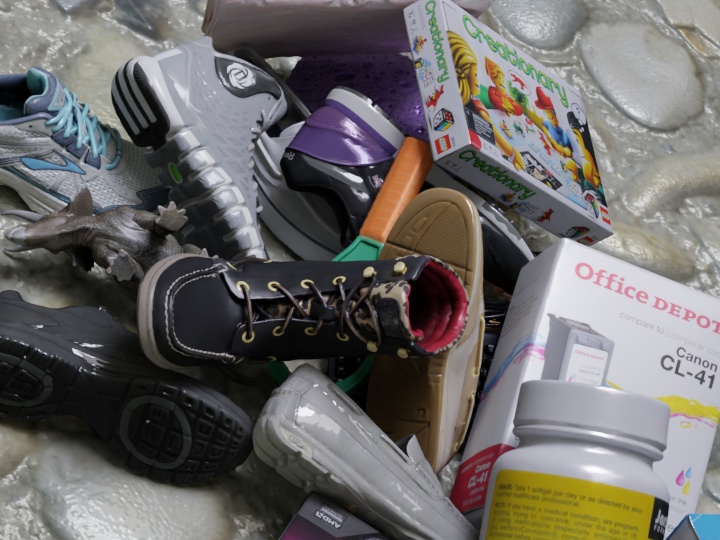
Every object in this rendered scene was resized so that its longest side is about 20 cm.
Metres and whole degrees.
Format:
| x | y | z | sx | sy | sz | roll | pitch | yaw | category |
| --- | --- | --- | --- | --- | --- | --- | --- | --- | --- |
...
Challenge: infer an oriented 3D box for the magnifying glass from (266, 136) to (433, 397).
| x | y | z | sx | sy | sz | roll | pitch | yaw | category |
| --- | --- | --- | --- | --- | --- | --- | --- | --- | --- |
| 0.000 | 0.000 | 1.671 | 0.080 | 0.022 | 0.200 | 22 | 76 | 16 | magnifying glass |

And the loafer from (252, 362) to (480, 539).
| x | y | z | sx | sy | sz | roll | pitch | yaw | category |
| --- | --- | --- | --- | --- | --- | --- | --- | --- | --- |
| 0.023 | 0.136 | 1.561 | 0.200 | 0.070 | 0.070 | 41 | 61 | -18 | loafer |

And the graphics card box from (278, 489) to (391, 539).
| x | y | z | sx | sy | sz | roll | pitch | yaw | category |
| --- | --- | --- | --- | --- | --- | --- | --- | --- | --- |
| -0.022 | 0.233 | 1.471 | 0.125 | 0.051 | 0.200 | 33 | 37 | 3 | graphics card box |

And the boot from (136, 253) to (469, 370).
| x | y | z | sx | sy | sz | roll | pitch | yaw | category |
| --- | --- | --- | --- | --- | --- | --- | --- | --- | --- |
| -0.034 | 0.025 | 1.527 | 0.200 | 0.150 | 0.073 | 8 | 81 | -63 | boot |

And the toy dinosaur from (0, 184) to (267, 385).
| x | y | z | sx | sy | sz | roll | pitch | yaw | category |
| --- | --- | --- | --- | --- | --- | --- | --- | --- | --- |
| -0.133 | 0.000 | 1.624 | 0.200 | 0.077 | 0.102 | 33 | -7 | -21 | toy dinosaur |

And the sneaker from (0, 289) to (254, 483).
| x | y | z | sx | sy | sz | roll | pitch | yaw | category |
| --- | --- | --- | --- | --- | --- | --- | --- | --- | --- |
| -0.156 | 0.064 | 1.551 | 0.200 | 0.076 | 0.091 | 25 | 31 | -12 | sneaker |

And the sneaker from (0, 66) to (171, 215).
| x | y | z | sx | sy | sz | roll | pitch | yaw | category |
| --- | --- | --- | --- | --- | --- | --- | --- | --- | --- |
| -0.211 | -0.088 | 1.664 | 0.200 | 0.086 | 0.078 | 14 | 41 | -22 | sneaker |

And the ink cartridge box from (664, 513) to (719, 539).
| x | y | z | sx | sy | sz | roll | pitch | yaw | category |
| --- | --- | --- | --- | --- | --- | --- | --- | --- | --- |
| 0.277 | 0.254 | 1.571 | 0.200 | 0.147 | 0.145 | 3 | 47 | -31 | ink cartridge box |

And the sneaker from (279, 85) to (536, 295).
| x | y | z | sx | sy | sz | roll | pitch | yaw | category |
| --- | --- | --- | --- | --- | --- | --- | --- | --- | --- |
| 0.031 | -0.033 | 1.734 | 0.200 | 0.076 | 0.088 | 39 | 75 | 0 | sneaker |

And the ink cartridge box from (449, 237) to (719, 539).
| x | y | z | sx | sy | sz | roll | pitch | yaw | category |
| --- | --- | --- | --- | --- | --- | --- | --- | --- | --- |
| 0.158 | 0.099 | 1.644 | 0.148 | 0.086 | 0.200 | 21 | 71 | -10 | ink cartridge box |

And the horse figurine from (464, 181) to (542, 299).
| x | y | z | sx | sy | sz | roll | pitch | yaw | category |
| --- | --- | --- | --- | --- | --- | --- | --- | --- | --- |
| 0.106 | -0.033 | 1.846 | 0.132 | 0.050 | 0.200 | 13 | 43 | -16 | horse figurine |

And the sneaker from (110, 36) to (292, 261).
| x | y | z | sx | sy | sz | roll | pitch | yaw | category |
| --- | --- | --- | --- | --- | --- | --- | --- | --- | --- |
| -0.078 | -0.072 | 1.685 | 0.115 | 0.075 | 0.200 | -31 | 99 | -36 | sneaker |

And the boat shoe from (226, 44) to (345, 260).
| x | y | z | sx | sy | sz | roll | pitch | yaw | category |
| --- | --- | --- | --- | --- | --- | --- | --- | --- | --- |
| -0.049 | -0.081 | 1.782 | 0.074 | 0.065 | 0.200 | -20 | 60 | -45 | boat shoe |

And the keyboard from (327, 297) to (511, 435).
| x | y | z | sx | sy | sz | roll | pitch | yaw | category |
| --- | --- | --- | --- | --- | --- | --- | --- | --- | --- |
| 0.076 | 0.060 | 1.686 | 0.200 | 0.040 | 0.104 | 6 | 68 | -17 | keyboard |

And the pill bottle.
| x | y | z | sx | sy | sz | roll | pitch | yaw | category |
| --- | --- | --- | --- | --- | --- | --- | --- | --- | --- |
| 0.128 | 0.174 | 1.510 | 0.114 | 0.114 | 0.200 | 14 | 80 | -21 | pill bottle |

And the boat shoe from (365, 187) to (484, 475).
| x | y | z | sx | sy | sz | roll | pitch | yaw | category |
| --- | --- | --- | --- | --- | --- | --- | --- | --- | --- |
| 0.047 | 0.043 | 1.633 | 0.074 | 0.200 | 0.069 | 14 | 8 | 23 | boat shoe |

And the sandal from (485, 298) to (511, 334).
| x | y | z | sx | sy | sz | roll | pitch | yaw | category |
| --- | --- | --- | --- | --- | --- | --- | --- | --- | --- |
| 0.117 | 0.053 | 1.757 | 0.200 | 0.054 | 0.080 | 7 | 44 | -28 | sandal |

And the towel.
| x | y | z | sx | sy | sz | roll | pitch | yaw | category |
| --- | --- | --- | --- | --- | --- | --- | --- | --- | --- |
| -0.016 | -0.188 | 1.797 | 0.200 | 0.191 | 0.032 | -4 | 85 | -9 | towel |

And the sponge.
| x | y | z | sx | sy | sz | roll | pitch | yaw | category |
| --- | --- | --- | --- | --- | --- | --- | --- | --- | --- |
| 0.043 | -0.121 | 1.872 | 0.200 | 0.030 | 0.112 | 16 | 37 | 9 | sponge |

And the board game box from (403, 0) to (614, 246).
| x | y | z | sx | sy | sz | roll | pitch | yaw | category |
| --- | --- | --- | --- | --- | --- | --- | --- | --- | --- |
| 0.107 | -0.104 | 1.756 | 0.200 | 0.035 | 0.126 | 27 | 45 | -50 | board game box |
